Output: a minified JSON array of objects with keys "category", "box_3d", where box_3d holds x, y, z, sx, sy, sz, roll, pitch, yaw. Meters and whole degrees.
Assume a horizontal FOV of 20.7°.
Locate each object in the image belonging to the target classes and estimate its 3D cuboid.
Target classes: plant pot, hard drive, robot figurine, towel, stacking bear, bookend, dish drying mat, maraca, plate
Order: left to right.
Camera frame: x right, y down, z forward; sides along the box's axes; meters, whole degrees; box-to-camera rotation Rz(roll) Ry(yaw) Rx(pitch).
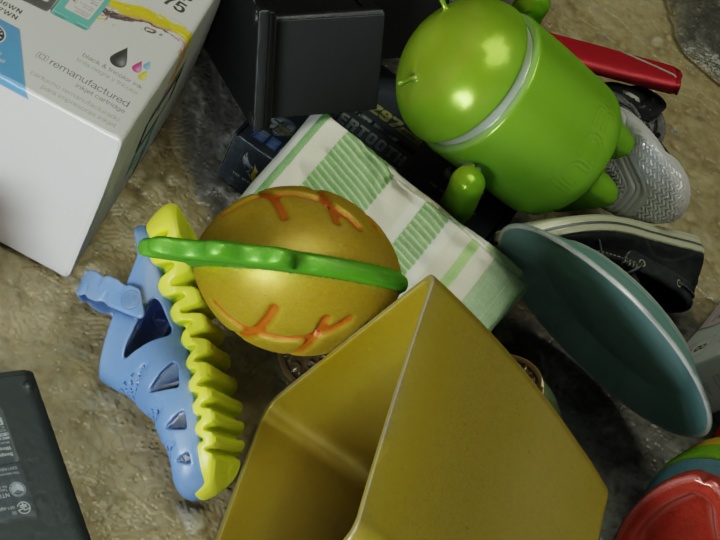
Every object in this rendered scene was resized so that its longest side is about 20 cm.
[{"category":"hard drive","box_3d":[-0.233,0.157,1.173,0.139,0.033,0.201,-6,55,-30]},{"category":"maraca","box_3d":[-0.052,-0.002,1.247,0.199,0.136,0.108,12,80,-56]},{"category":"bookend","box_3d":[-0.010,-0.193,1.449,0.197,0.093,0.200,-6,32,-17]},{"category":"towel","box_3d":[0.000,0.000,1.387,0.200,0.023,0.153,40,75,6]},{"category":"plant pot","box_3d":[0.035,0.162,1.198,0.176,0.200,0.201,34,47,-17]},{"category":"robot figurine","box_3d":[0.108,-0.118,1.421,0.199,0.115,0.177,34,69,-34]},{"category":"dish drying mat","box_3d":[0.166,-0.180,1.615,0.198,0.018,0.077,17,18,7]},{"category":"plate","box_3d":[0.175,0.036,1.372,0.026,0.200,0.200,-44,77,-12]},{"category":"stacking bear","box_3d":[0.257,0.162,1.363,0.122,0.113,0.200,57,36,-4]}]

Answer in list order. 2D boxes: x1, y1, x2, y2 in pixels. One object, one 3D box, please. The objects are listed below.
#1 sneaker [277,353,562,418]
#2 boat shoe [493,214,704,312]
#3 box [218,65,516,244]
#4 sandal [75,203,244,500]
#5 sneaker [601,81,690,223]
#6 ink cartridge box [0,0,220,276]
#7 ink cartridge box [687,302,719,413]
[{"category":"sneaker","box_3d":[0.045,0.085,1.320,0.199,0.090,0.068,10,71,30]},{"category":"boat shoe","box_3d":[0.183,-0.004,1.475,0.199,0.074,0.063,9,77,-38]},{"category":"box","box_3d":[0.016,-0.073,1.479,0.199,0.051,0.158,36,45,5]},{"category":"sandal","box_3d":[-0.131,0.060,1.290,0.086,0.080,0.201,-19,64,6]},{"category":"sneaker","box_3d":[0.214,-0.101,1.556,0.113,0.076,0.200,-2,31,-38]},{"category":"ink cartridge box","box_3d":[-0.206,-0.136,1.354,0.146,0.146,0.201,28,45,-3]},{"category":"ink cartridge box","box_3d":[0.333,0.028,1.451,0.057,0.200,0.162,53,46,-4]}]
